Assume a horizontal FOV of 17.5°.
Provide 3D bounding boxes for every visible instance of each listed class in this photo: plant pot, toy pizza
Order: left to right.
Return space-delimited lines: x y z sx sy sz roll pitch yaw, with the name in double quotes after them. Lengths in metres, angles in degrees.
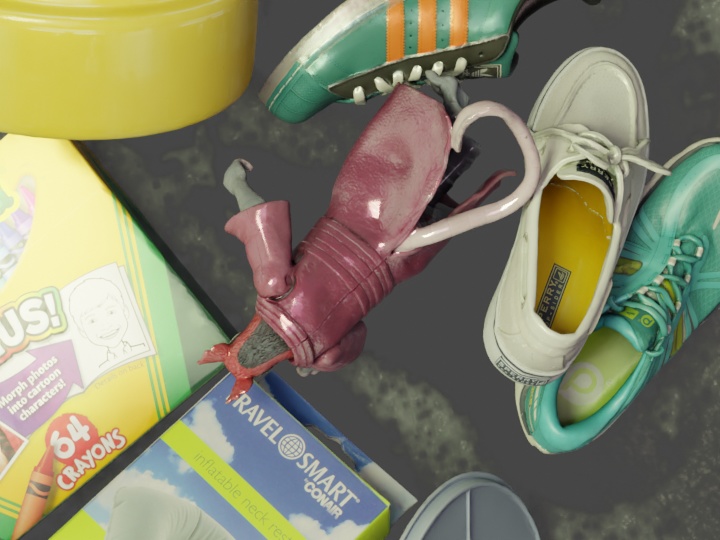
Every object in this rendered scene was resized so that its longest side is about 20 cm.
-0.144 -0.191 1.174 0.199 0.201 0.190 8 118 0 "plant pot"
0.046 0.207 1.248 0.032 0.200 0.202 4 95 31 "toy pizza"

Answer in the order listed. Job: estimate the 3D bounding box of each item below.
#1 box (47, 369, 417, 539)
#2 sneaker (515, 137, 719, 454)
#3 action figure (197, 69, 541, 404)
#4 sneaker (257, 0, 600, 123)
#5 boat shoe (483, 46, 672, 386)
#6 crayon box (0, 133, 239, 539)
-0.077 0.146 1.250 0.122 0.048 0.200 41 70 18 "box"
0.159 0.020 1.275 0.077 0.080 0.201 34 93 -2 "sneaker"
0.000 0.000 1.236 0.200 0.149 0.134 -48 125 -14 "action figure"
0.041 -0.128 1.268 0.199 0.071 0.080 -34 88 1 "sneaker"
0.118 -0.043 1.229 0.074 0.086 0.203 24 63 -7 "boat shoe"
-0.193 0.039 1.289 0.200 0.058 0.173 -40 93 3 "crayon box"
